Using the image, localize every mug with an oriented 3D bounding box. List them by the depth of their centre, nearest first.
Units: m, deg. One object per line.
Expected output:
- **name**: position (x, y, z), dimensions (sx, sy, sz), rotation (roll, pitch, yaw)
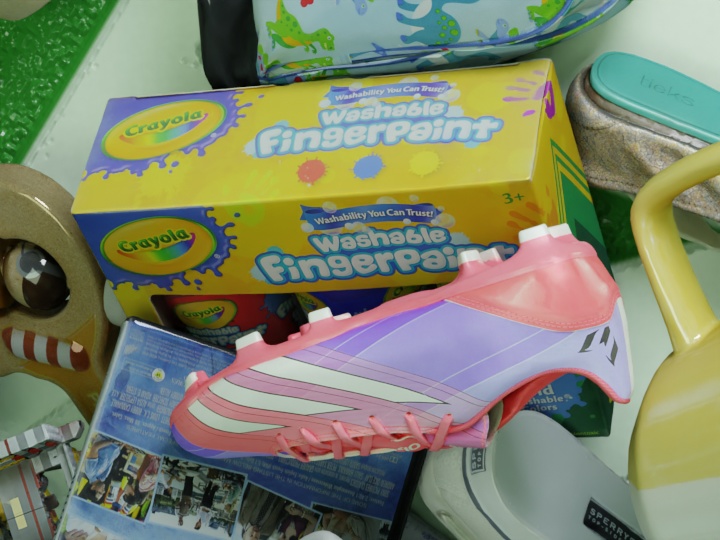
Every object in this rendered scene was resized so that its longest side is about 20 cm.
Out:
- **mug**: position (0.182, 0.051, 0.824), dimensions (0.153, 0.149, 0.188), rotation (-21, 67, 49)

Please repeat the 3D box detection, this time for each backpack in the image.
- **backpack**: position (0.029, -0.152, 0.907), dimensions (0.198, 0.154, 0.165), rotation (1, 96, 4)

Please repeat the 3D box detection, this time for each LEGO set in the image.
- **LEGO set**: position (-0.140, 0.158, 1.012), dimensions (0.115, 0.154, 0.201), rotation (-22, 68, 8)

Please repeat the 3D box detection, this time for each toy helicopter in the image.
- **toy helicopter**: position (-0.124, 0.036, 1.031), dimensions (0.132, 0.079, 0.201), rotation (-18, 113, 32)

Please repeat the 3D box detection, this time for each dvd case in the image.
- **dvd case**: position (-0.062, 0.136, 0.917), dimensions (0.142, 0.018, 0.201), rotation (19, 81, -11)

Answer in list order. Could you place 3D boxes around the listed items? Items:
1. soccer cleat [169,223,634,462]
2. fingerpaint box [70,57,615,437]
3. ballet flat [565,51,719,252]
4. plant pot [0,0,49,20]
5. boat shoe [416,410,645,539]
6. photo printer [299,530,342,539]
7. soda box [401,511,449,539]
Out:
- **soccer cleat**: position (0.013, 0.047, 0.856), dimensions (0.199, 0.067, 0.077), rotation (-23, 81, 22)
- **fingerpaint box**: position (0.000, 0.000, 0.938), dimensions (0.199, 0.074, 0.167), rotation (-3, 138, 18)
- **ballet flat**: position (0.178, -0.030, 0.929), dimensions (0.199, 0.068, 0.068), rotation (26, 130, 15)
- **plant pot**: position (-0.202, -0.202, 0.933), dimensions (0.200, 0.188, 0.187), rotation (36, 116, -28)
- **boat shoe**: position (0.103, 0.137, 0.972), dimensions (0.200, 0.071, 0.070), rotation (40, 146, -25)
- **photo printer**: position (0.014, 0.229, 0.884), dimensions (0.200, 0.069, 0.167), rotation (38, 77, -14)
- **soda box**: position (0.047, 0.183, 1.015), dimensions (0.199, 0.068, 0.064), rotation (35, 116, 6)
